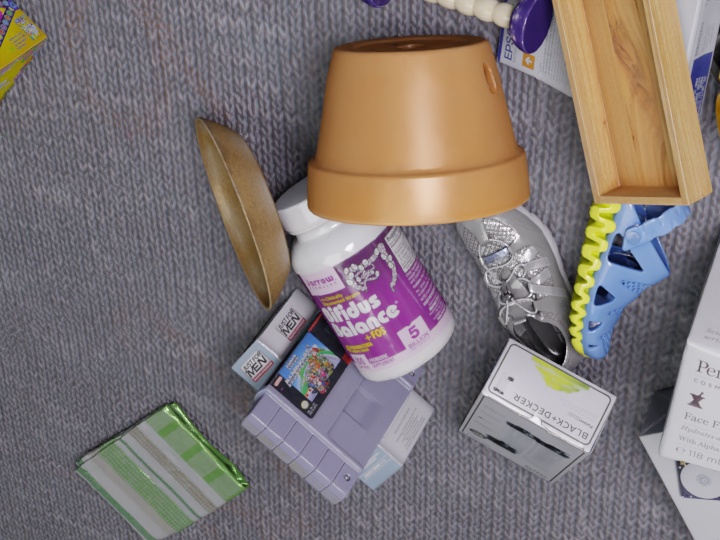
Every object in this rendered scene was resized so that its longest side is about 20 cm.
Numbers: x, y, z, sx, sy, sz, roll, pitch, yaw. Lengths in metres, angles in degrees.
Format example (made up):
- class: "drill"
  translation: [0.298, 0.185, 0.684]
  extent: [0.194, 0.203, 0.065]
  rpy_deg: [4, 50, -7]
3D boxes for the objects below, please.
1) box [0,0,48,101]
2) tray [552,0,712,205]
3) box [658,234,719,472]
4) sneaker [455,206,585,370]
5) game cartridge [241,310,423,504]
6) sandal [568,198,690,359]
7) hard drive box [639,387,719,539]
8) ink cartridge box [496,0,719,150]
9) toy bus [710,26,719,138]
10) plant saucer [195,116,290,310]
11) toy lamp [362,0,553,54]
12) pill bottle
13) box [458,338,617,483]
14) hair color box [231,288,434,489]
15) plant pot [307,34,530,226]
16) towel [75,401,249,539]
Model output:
- class: "box"
  translation: [-0.466, -0.227, 1.439]
  extent: [0.193, 0.122, 0.200]
  rpy_deg: [44, 129, -6]
- class: "tray"
  translation: [0.214, -0.153, 1.109]
  extent: [0.098, 0.037, 0.201]
  rpy_deg: [5, 114, 52]
- class: "box"
  translation: [0.376, 0.079, 1.178]
  extent: [0.198, 0.200, 0.131]
  rpy_deg: [15, 128, 17]
- class: "sneaker"
  translation: [0.157, 0.016, 1.319]
  extent: [0.075, 0.082, 0.200]
  rpy_deg: [-30, 106, 36]
- class: "game cartridge"
  translation: [-0.025, 0.123, 1.405]
  extent: [0.130, 0.200, 0.038]
  rpy_deg: [44, 134, -8]
- class: "sandal"
  translation: [0.240, -0.006, 1.261]
  extent: [0.086, 0.080, 0.201]
  rpy_deg: [13, 119, 8]
- class: "hard drive box"
  translation: [0.384, 0.199, 1.336]
  extent: [0.155, 0.077, 0.201]
  rpy_deg: [-19, 112, 35]
- class: "ink cartridge box"
  translation: [0.205, -0.227, 1.141]
  extent: [0.200, 0.040, 0.201]
  rpy_deg: [35, 136, 36]
- class: "toy bus"
  translation: [0.374, -0.179, 1.060]
  extent: [0.190, 0.136, 0.201]
  rpy_deg: [4, 123, 3]
- class: "plant saucer"
  translation: [-0.110, -0.060, 1.367]
  extent: [0.035, 0.200, 0.201]
  rpy_deg: [-21, 118, -11]
- class: "toy lamp"
  translation: [0.065, -0.238, 1.195]
  extent: [0.199, 0.058, 0.059]
  rpy_deg: [23, 130, 28]
- class: "pill bottle"
  translation: [0.000, 0.000, 1.367]
  extent: [0.112, 0.112, 0.201]
  rpy_deg: [-20, 111, 35]
- class: "box"
  translation: [0.167, 0.140, 1.347]
  extent: [0.116, 0.060, 0.200]
  rpy_deg: [29, 165, 7]
- class: "hair color box"
  translation: [-0.027, 0.125, 1.473]
  extent: [0.200, 0.099, 0.061]
  rpy_deg: [42, 130, -5]
- class: "plant pot"
  translation: [0.047, -0.128, 1.219]
  extent: [0.199, 0.200, 0.141]
  rpy_deg: [3, 107, 24]
- class: "towel"
  translation: [-0.244, 0.249, 1.715]
  extent: [0.200, 0.031, 0.149]
  rpy_deg: [-33, 105, 36]
